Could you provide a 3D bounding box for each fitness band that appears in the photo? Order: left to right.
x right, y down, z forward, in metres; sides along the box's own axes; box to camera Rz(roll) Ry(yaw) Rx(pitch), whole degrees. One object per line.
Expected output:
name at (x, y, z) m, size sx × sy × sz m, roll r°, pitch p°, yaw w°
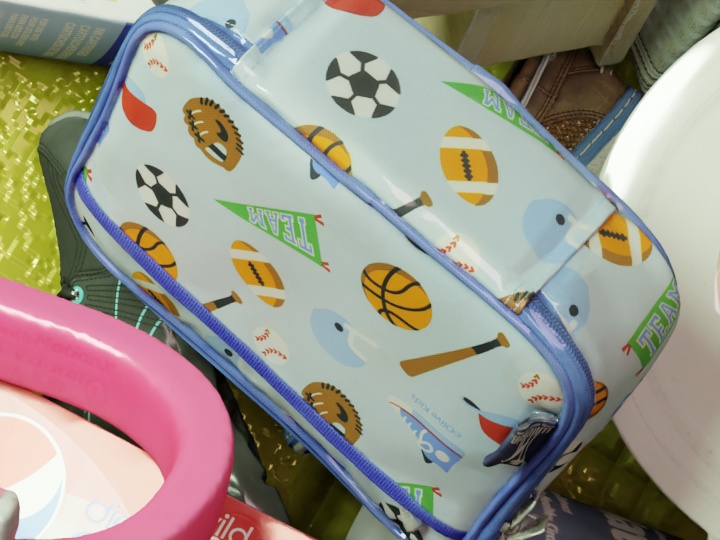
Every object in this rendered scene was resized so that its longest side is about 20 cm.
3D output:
fitness band at (-0.136, 0.040, 0.811) m, size 0.199 × 0.144 × 0.038 m, roll 19°, pitch 117°, yaw 6°

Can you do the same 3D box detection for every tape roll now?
tape roll at (0.181, 0.011, 0.921) m, size 0.201 × 0.139 × 0.204 m, roll -1°, pitch 83°, yaw 10°

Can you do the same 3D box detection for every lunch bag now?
lunch bag at (0.000, 0.000, 0.856) m, size 0.200 × 0.160 × 0.076 m, roll 44°, pitch 55°, yaw 6°

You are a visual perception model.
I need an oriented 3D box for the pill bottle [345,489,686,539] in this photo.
pill bottle at (0.091, 0.151, 0.963) m, size 0.199 × 0.120 × 0.120 m, roll 20°, pitch 77°, yaw -14°

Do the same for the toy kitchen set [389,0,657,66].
toy kitchen set at (0.020, -0.179, 0.920) m, size 0.162 × 0.200 × 0.181 m, roll -11°, pitch 68°, yaw -19°

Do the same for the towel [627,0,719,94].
towel at (0.109, -0.182, 0.953) m, size 0.034 × 0.200 × 0.194 m, roll -10°, pitch 74°, yaw -20°

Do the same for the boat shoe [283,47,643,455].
boat shoe at (0.027, -0.014, 0.997) m, size 0.072 × 0.072 × 0.200 m, roll 47°, pitch 63°, yaw -1°

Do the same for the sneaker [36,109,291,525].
sneaker at (-0.085, 0.041, 0.948) m, size 0.079 × 0.075 × 0.201 m, roll -20°, pitch 81°, yaw -5°

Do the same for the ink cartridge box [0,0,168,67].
ink cartridge box at (-0.125, -0.151, 0.960) m, size 0.199 × 0.076 × 0.137 m, roll 8°, pitch 81°, yaw -14°

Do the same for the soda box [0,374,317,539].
soda box at (-0.083, 0.093, 0.875) m, size 0.199 × 0.063 × 0.070 m, roll 25°, pitch 78°, yaw 21°
